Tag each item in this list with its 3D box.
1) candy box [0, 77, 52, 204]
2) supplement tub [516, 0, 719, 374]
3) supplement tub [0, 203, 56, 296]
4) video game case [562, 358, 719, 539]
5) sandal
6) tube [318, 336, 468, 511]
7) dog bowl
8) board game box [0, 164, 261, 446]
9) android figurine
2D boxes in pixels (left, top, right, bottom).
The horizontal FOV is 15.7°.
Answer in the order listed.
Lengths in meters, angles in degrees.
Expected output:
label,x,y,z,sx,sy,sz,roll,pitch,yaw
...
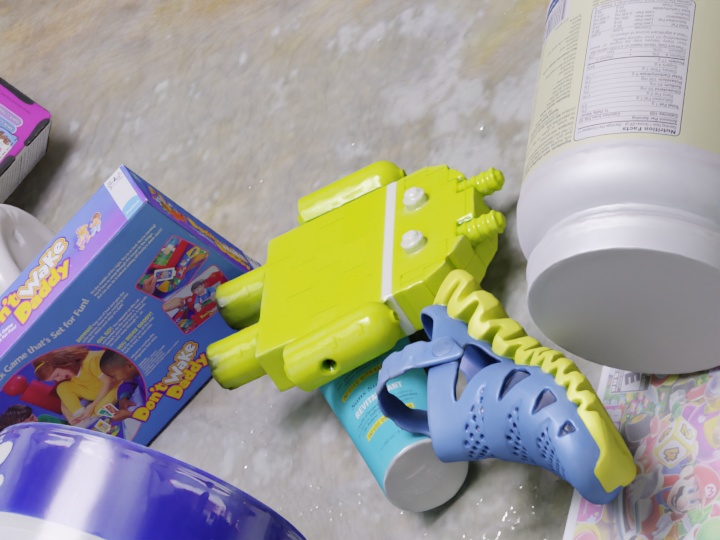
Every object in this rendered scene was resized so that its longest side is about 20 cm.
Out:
label,x,y,z,sx,sy,sz,roll,pitch,yaw
candy box,-0.329,-0.066,1.833,0.200,0.136,0.061,-51,-9,-28
supplement tub,0.160,-0.062,1.391,0.144,0.145,0.201,-16,50,36
supplement tub,-0.271,0.064,1.729,0.200,0.132,0.132,-40,42,14
video game case,0.195,0.106,1.343,0.199,0.018,0.144,-6,58,41
sandal,0.074,0.077,1.396,0.087,0.080,0.200,-37,31,-10
tube,0.007,0.063,1.537,0.077,0.050,0.200,-32,37,1
dog bowl,-0.128,0.164,1.469,0.199,0.200,0.079,1,61,44
board game box,-0.164,0.048,1.636,0.200,0.134,0.045,-46,41,7
android figurine,0.000,0.000,1.552,0.199,0.041,0.182,-25,30,21
